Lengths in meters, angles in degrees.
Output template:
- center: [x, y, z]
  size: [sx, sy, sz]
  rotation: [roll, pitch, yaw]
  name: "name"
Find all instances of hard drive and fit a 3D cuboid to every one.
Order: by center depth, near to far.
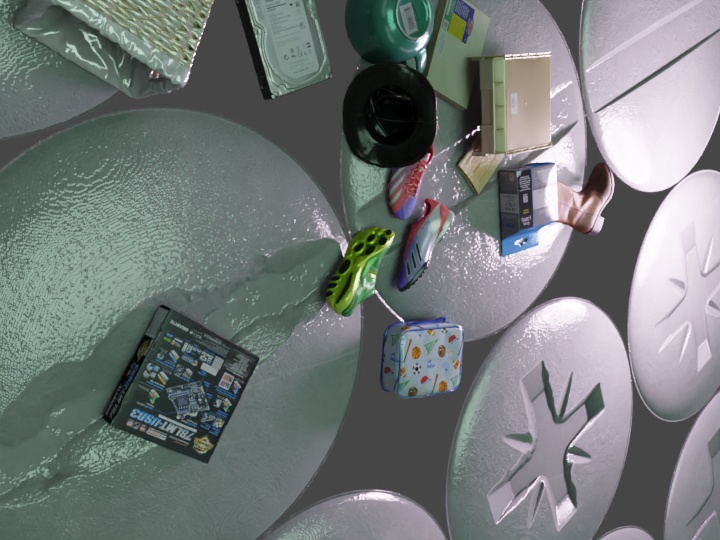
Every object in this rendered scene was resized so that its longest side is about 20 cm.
- center: [-0.130, -0.410, 1.191]
  size: [0.138, 0.037, 0.204]
  rotation: [-27, 113, -32]
  name: "hard drive"

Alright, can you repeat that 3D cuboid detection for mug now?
- center: [0.073, -0.458, 1.293]
  size: [0.183, 0.113, 0.156]
  rotation: [19, 86, -38]
  name: "mug"

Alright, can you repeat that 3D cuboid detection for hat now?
- center: [0.056, -0.300, 1.321]
  size: [0.195, 0.082, 0.205]
  rotation: [2, 122, 3]
  name: "hat"

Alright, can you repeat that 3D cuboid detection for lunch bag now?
- center: [0.134, 0.179, 1.475]
  size: [0.197, 0.075, 0.165]
  rotation: [-1, 96, -37]
  name: "lunch bag"

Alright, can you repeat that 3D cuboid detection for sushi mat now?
- center: [0.288, -0.273, 1.558]
  size: [0.096, 0.012, 0.201]
  rotation: [48, 68, -31]
  name: "sushi mat"

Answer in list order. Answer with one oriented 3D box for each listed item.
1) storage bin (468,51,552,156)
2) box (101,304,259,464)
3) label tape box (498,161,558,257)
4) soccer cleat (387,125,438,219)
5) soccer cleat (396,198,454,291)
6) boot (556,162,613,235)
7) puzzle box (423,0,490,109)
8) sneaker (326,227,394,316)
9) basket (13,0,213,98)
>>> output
- center: [0.318, -0.355, 1.493]
  size: [0.196, 0.093, 0.205]
  rotation: [-16, 109, -38]
  name: "storage bin"
- center: [-0.290, 0.191, 1.158]
  size: [0.199, 0.049, 0.202]
  rotation: [34, 77, -37]
  name: "box"
- center: [0.393, -0.141, 1.631]
  size: [0.142, 0.063, 0.205]
  rotation: [-16, 106, -35]
  name: "label tape box"
- center: [0.105, -0.201, 1.386]
  size: [0.066, 0.076, 0.205]
  rotation: [11, 91, -38]
  name: "soccer cleat"
- center: [0.118, -0.052, 1.438]
  size: [0.073, 0.068, 0.202]
  rotation: [34, 79, -12]
  name: "soccer cleat"
- center: [0.535, -0.198, 1.751]
  size: [0.196, 0.068, 0.193]
  rotation: [14, 96, -31]
  name: "boot"
- center: [0.196, -0.454, 1.447]
  size: [0.131, 0.025, 0.205]
  rotation: [18, 86, -38]
  name: "puzzle box"
- center: [0.000, 0.000, 1.353]
  size: [0.202, 0.073, 0.084]
  rotation: [-56, 150, -20]
  name: "sneaker"
- center: [-0.324, -0.356, 0.947]
  size: [0.198, 0.196, 0.164]
  rotation: [30, 78, -36]
  name: "basket"
